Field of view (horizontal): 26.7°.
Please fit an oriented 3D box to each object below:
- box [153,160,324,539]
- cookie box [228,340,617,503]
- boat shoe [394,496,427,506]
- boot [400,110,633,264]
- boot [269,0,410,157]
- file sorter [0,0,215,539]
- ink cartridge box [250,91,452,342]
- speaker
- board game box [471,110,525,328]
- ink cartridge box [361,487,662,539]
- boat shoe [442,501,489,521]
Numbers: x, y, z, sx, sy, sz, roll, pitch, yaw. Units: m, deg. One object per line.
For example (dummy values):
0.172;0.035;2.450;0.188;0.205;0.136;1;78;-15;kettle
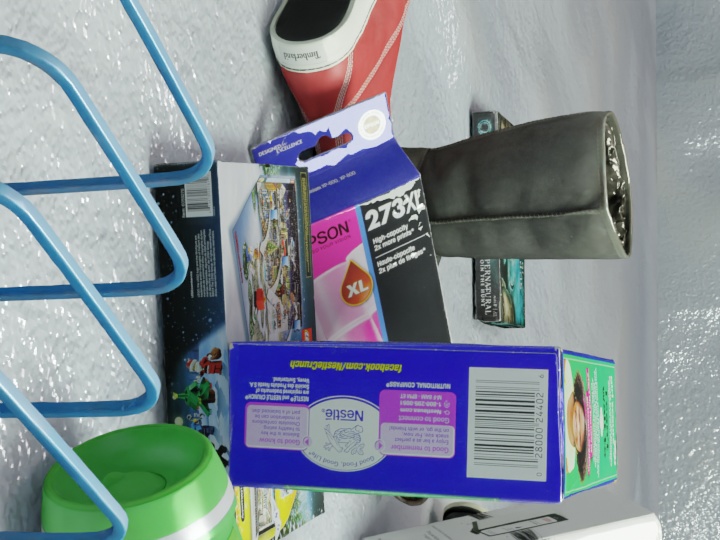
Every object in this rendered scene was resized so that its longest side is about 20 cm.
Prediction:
-0.062;0.044;0.817;0.136;0.037;0.203;-7;95;-73;box
0.042;0.077;0.804;0.200;0.169;0.076;13;78;-72;cookie box
0.026;0.084;1.052;0.201;0.071;0.060;78;17;-45;boat shoe
0.090;-0.016;1.046;0.073;0.197;0.184;-56;140;-61;boot
0.005;-0.148;1.014;0.201;0.071;0.145;-65;149;-41;boot
-0.132;0.011;0.455;0.139;0.121;0.202;63;30;-52;file sorter
0.000;0.000;0.940;0.037;0.094;0.202;38;-33;55;ink cartridge box
-0.082;0.173;0.661;0.089;0.087;0.203;-55;139;-63;speaker
0.138;-0.046;1.498;0.135;0.028;0.203;14;75;-73;board game box
0.111;0.249;1.070;0.084;0.197;0.148;-162;-114;-69;ink cartridge box
0.110;0.284;1.288;0.063;0.073;0.203;-55;135;-45;boat shoe
